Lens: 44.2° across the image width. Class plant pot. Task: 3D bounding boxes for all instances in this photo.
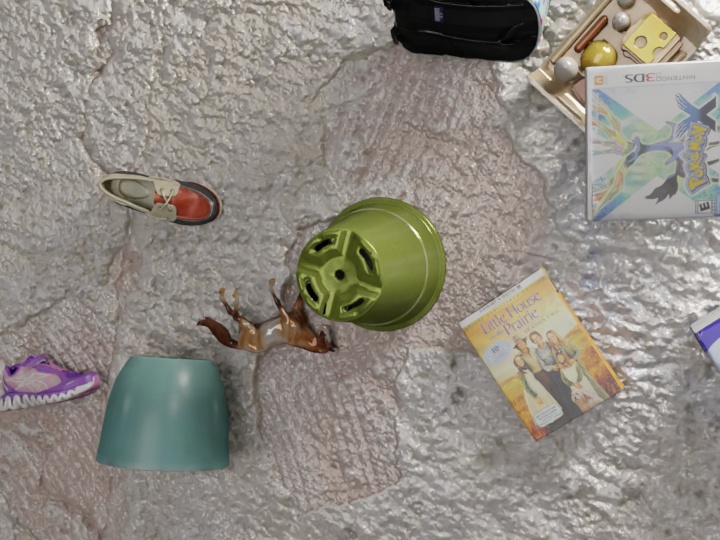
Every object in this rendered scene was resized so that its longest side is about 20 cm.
[{"bbox_3d":[-0.295,0.213,1.360,0.200,0.200,0.162,2,84,19],"label":"plant pot"},{"bbox_3d":[0.000,0.000,1.235,0.199,0.190,0.201,2,96,19],"label":"plant pot"}]

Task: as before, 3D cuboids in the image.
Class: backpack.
[{"bbox_3d":[0.150,-0.361,1.158,0.199,0.178,0.151,17,70,16],"label":"backpack"}]

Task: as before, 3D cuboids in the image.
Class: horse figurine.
[{"bbox_3d":[-0.144,0.079,1.359,0.199,0.050,0.133,-14,107,12],"label":"horse figurine"}]

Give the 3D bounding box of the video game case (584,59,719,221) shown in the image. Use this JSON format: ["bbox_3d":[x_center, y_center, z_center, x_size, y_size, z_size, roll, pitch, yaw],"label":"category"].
[{"bbox_3d":[0.384,-0.166,1.146,0.181,0.022,0.201,-2,103,9],"label":"video game case"}]

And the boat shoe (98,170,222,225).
[{"bbox_3d":[-0.317,-0.116,1.403,0.199,0.063,0.071,16,98,16],"label":"boat shoe"}]

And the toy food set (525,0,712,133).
[{"bbox_3d":[0.335,-0.283,1.162,0.144,0.060,0.200,45,107,11],"label":"toy food set"}]

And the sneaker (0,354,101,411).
[{"bbox_3d":[-0.531,0.183,1.498,0.199,0.080,0.089,-11,83,21],"label":"sneaker"}]

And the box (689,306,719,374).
[{"bbox_3d":[0.545,0.108,1.099,0.184,0.105,0.200,-35,82,18],"label":"box"}]

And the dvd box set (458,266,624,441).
[{"bbox_3d":[0.251,0.117,1.241,0.146,0.029,0.200,-34,84,19],"label":"dvd box set"}]
